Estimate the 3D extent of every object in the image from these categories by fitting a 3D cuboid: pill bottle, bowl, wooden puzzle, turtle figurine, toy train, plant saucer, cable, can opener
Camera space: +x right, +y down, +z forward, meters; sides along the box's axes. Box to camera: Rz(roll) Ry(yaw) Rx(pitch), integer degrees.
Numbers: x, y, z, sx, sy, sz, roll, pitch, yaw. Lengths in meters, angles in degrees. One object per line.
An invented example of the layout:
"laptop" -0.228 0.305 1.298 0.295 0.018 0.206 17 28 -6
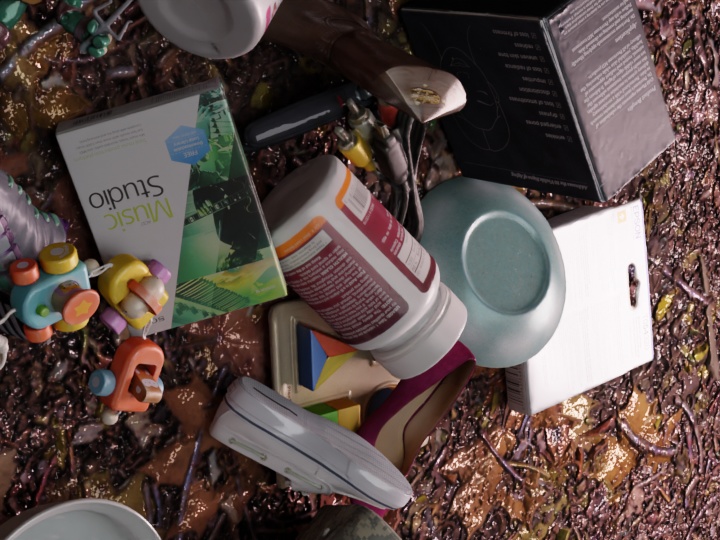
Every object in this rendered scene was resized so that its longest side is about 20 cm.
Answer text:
"pill bottle" -0.096 -0.280 1.270 0.113 0.113 0.200 53 47 -34
"bowl" -0.265 0.280 1.310 0.201 0.090 0.202 -10 106 -37
"wooden puzzle" 0.000 0.109 1.515 0.199 0.046 0.186 -14 109 -37
"turtle figurine" -0.248 -0.230 1.198 0.200 0.101 0.150 -35 114 -13
"toy train" -0.215 0.058 1.259 0.200 0.056 0.151 18 98 -50
"plant saucer" 0.137 -0.004 1.553 0.200 0.039 0.202 9 72 -28
"cable" 0.031 -0.098 1.453 0.097 0.050 0.200 -46 149 -19
"pill bottle" 0.000 0.000 1.417 0.200 0.114 0.114 46 71 -21
"can opener" -0.025 -0.149 1.419 0.200 0.063 0.079 -20 83 -31

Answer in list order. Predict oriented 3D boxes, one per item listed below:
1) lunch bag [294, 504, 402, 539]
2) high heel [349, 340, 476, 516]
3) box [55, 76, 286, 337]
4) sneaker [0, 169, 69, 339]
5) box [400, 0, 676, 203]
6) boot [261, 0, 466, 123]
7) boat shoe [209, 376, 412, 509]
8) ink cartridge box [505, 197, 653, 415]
"lunch bag" -0.031 0.318 1.437 0.168 0.200 0.139 -44 95 -16
"high heel" 0.048 0.157 1.476 0.067 0.096 0.201 11 95 -36
"box" -0.158 -0.050 1.308 0.144 0.036 0.201 -16 116 2
"sneaker" -0.284 -0.044 1.240 0.088 0.074 0.201 -44 136 -35
"box" 0.170 -0.188 1.483 0.124 0.200 0.197 -38 122 -27
"boot" -0.023 -0.192 1.318 0.186 0.200 0.064 8 115 -37
"boat shoe" -0.048 0.175 1.445 0.200 0.074 0.067 34 105 -4
"ink cartridge box" 0.235 0.035 1.693 0.200 0.043 0.197 -19 110 -36
